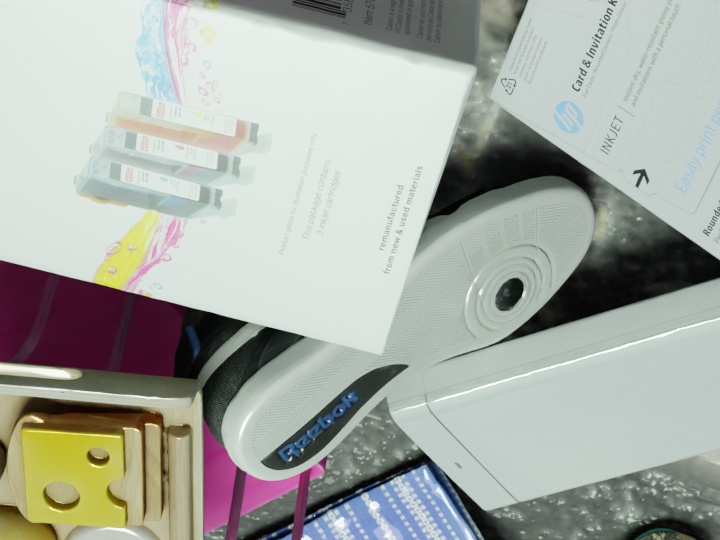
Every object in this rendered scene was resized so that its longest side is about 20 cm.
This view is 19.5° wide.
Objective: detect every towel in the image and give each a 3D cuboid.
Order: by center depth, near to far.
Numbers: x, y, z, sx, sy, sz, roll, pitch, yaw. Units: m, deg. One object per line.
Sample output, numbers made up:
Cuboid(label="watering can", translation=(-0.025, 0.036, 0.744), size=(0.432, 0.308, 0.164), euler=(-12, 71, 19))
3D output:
Cuboid(label="towel", translation=(-0.012, 0.199, 1.090), size=(0.199, 0.024, 0.145), euler=(-28, 94, 21))

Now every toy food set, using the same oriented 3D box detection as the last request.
Cuboid(label="toy food set", translation=(-0.141, 0.123, 0.906), size=(0.142, 0.061, 0.201), euler=(4, 126, 2))

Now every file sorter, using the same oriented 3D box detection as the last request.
Cuboid(label="file sorter", translation=(-0.134, 0.094, 0.999), size=(0.139, 0.126, 0.200), euler=(-29, 119, 23))

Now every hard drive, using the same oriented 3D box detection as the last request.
Cuboid(label="hard drive", translation=(0.128, 0.057, 0.980), size=(0.199, 0.027, 0.132), euler=(-18, 148, 17))

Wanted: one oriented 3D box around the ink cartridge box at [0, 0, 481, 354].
Cuboid(label="ink cartridge box", translation=(-0.063, -0.084, 0.847), size=(0.199, 0.146, 0.145), euler=(15, 127, -5))

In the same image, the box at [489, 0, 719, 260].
Cuboid(label="box", translation=(0.161, -0.081, 0.831), size=(0.200, 0.041, 0.156), euler=(36, 129, 19))

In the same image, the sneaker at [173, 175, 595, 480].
Cuboid(label="sneaker", translation=(0.000, 0.000, 0.953), size=(0.199, 0.112, 0.073), euler=(-34, 132, -13))

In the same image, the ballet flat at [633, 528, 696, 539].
Cuboid(label="ballet flat", translation=(0.110, 0.214, 1.096), size=(0.068, 0.076, 0.200), euler=(31, 124, -21))
